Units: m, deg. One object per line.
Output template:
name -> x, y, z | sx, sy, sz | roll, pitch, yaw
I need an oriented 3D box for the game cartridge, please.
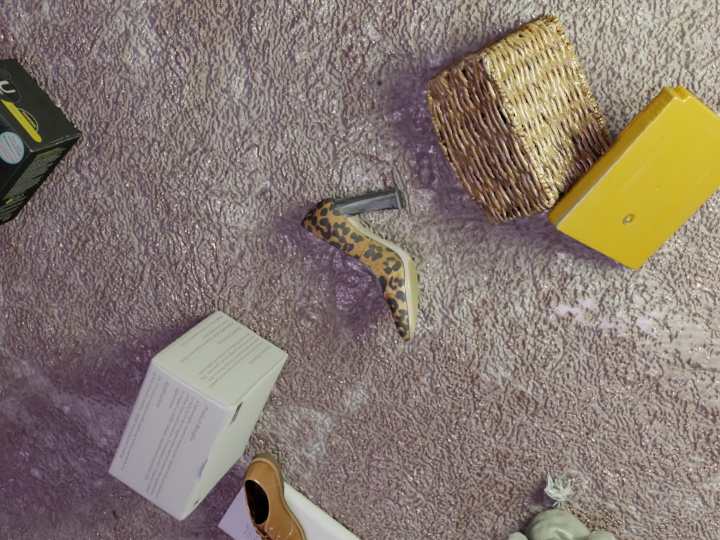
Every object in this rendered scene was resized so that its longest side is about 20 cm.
game cartridge -> 0.331, -0.101, 1.057 | 0.201, 0.175, 0.033 | -50, 43, 21

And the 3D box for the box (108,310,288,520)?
box -> -0.223, 0.197, 1.299 | 0.129, 0.200, 0.201 | 30, 113, 8

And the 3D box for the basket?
basket -> 0.189, -0.176, 1.122 | 0.142, 0.148, 0.203 | -17, 104, 56

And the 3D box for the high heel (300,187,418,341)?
high heel -> 0.000, 0.000, 1.228 | 0.140, 0.071, 0.204 | -10, 88, 14

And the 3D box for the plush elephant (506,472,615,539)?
plush elephant -> 0.264, 0.394, 1.227 | 0.161, 0.155, 0.204 | -5, 106, 19

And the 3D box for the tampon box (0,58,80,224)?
tampon box -> -0.531, -0.172, 1.320 | 0.150, 0.126, 0.200 | 47, 114, -2

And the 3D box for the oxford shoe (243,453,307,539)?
oxford shoe -> -0.133, 0.378, 1.371 | 0.070, 0.071, 0.203 | -15, 103, 20

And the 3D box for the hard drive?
hard drive -> -0.109, 0.403, 1.422 | 0.199, 0.026, 0.133 | 36, 114, 4
